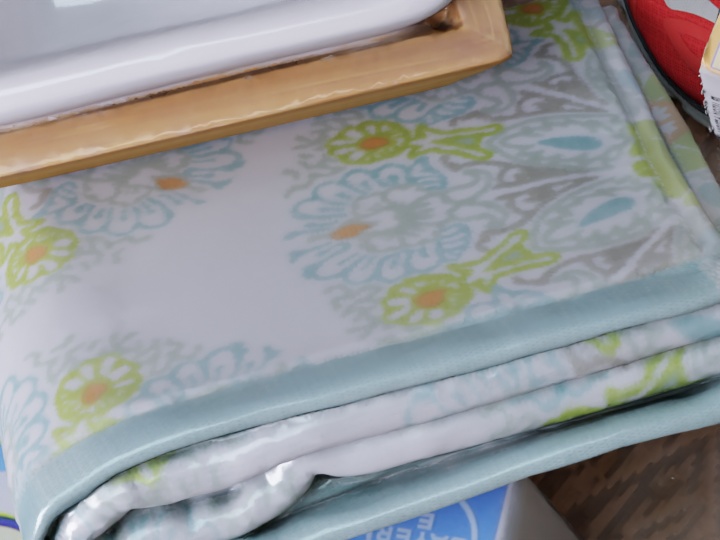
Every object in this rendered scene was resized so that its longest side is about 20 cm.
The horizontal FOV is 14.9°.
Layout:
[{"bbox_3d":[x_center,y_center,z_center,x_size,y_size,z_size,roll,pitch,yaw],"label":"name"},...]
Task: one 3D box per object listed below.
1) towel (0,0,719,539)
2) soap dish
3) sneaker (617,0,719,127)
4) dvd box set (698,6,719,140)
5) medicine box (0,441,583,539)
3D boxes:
[{"bbox_3d":[0.000,0.000,0.717,0.199,0.048,0.171,-14,32,-4],"label":"towel"},{"bbox_3d":[-0.058,-0.123,0.729,0.156,0.081,0.201,-13,72,-1],"label":"soap dish"},{"bbox_3d":[0.088,-0.132,0.761,0.077,0.085,0.201,-18,72,17],"label":"sneaker"},{"bbox_3d":[0.178,-0.017,0.644,0.199,0.146,0.030,21,90,9],"label":"dvd box set"},{"bbox_3d":[-0.049,0.146,0.726,0.181,0.103,0.201,7,70,22],"label":"medicine box"}]
